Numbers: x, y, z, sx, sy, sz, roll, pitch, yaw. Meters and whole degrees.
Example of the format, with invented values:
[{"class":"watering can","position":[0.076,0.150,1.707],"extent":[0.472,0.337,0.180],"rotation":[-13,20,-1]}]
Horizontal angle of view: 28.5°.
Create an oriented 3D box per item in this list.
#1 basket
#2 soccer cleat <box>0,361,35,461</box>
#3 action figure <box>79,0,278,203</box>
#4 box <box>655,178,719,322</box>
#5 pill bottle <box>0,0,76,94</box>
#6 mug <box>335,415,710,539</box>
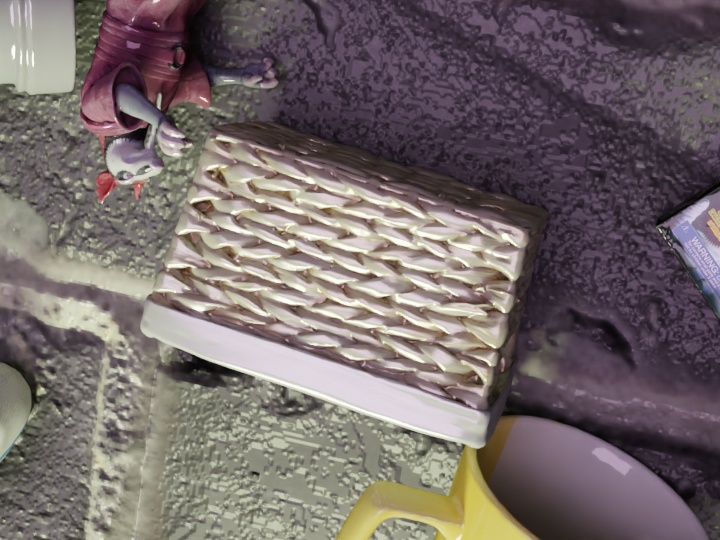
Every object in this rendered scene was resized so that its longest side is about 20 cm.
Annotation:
[{"class":"basket","position":[0.000,0.000,0.796],"extent":[0.200,0.136,0.123],"rotation":[19,101,9]},{"class":"soccer cleat","position":[-0.285,0.141,0.914],"extent":[0.070,0.086,0.200],"rotation":[36,107,5]},{"class":"action figure","position":[-0.127,-0.134,0.799],"extent":[0.149,0.134,0.200],"rotation":[22,103,10]},{"class":"box","position":[0.275,0.018,0.779],"extent":[0.137,0.040,0.200],"rotation":[-35,91,17]},{"class":"pill bottle","position":[-0.266,-0.144,0.801],"extent":[0.200,0.120,0.120],"rotation":[-4,101,-17]},{"class":"mug","position":[0.082,0.178,0.810],"extent":[0.186,0.149,0.153],"rotation":[29,114,8]}]
